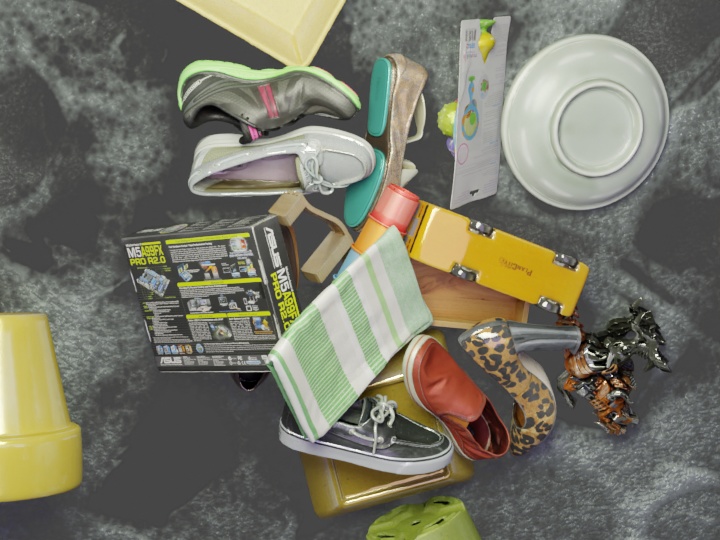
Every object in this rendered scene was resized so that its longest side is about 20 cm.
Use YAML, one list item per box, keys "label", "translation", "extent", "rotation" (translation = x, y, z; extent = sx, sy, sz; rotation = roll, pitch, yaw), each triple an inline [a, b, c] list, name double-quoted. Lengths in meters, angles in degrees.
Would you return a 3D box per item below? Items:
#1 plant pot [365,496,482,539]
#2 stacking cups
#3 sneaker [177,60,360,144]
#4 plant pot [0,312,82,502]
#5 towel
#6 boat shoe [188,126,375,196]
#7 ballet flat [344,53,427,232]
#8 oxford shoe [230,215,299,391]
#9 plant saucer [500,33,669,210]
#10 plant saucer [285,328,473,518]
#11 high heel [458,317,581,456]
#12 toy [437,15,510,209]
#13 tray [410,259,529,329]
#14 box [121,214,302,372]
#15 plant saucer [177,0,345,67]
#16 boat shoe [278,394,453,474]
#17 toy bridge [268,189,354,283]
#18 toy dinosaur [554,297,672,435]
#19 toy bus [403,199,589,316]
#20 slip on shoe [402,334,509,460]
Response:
- label: "plant pot"
  translation: [0.092, 0.376, 1.514]
  extent: [0.199, 0.200, 0.191]
  rotation: [-18, 97, -2]
- label: "stacking cups"
  translation: [0.000, 0.000, 1.399]
  extent: [0.060, 0.061, 0.201]
  rotation: [25, 97, -13]
- label: "sneaker"
  translation: [-0.097, -0.172, 1.366]
  extent: [0.199, 0.077, 0.084]
  rotation: [4, 75, 10]
- label: "plant pot"
  translation: [-0.402, 0.141, 1.385]
  extent: [0.200, 0.201, 0.190]
  rotation: [-2, 90, -6]
- label: "towel"
  translation: [-0.008, 0.070, 1.359]
  extent: [0.200, 0.023, 0.153]
  rotation: [-44, 136, -21]
- label: "boat shoe"
  translation: [-0.084, -0.109, 1.384]
  extent: [0.201, 0.065, 0.075]
  rotation: [2, 135, 6]
- label: "ballet flat"
  translation: [0.036, -0.136, 1.420]
  extent: [0.067, 0.068, 0.201]
  rotation: [4, 108, -32]
- label: "oxford shoe"
  translation: [-0.106, 0.040, 1.444]
  extent: [0.071, 0.073, 0.201]
  rotation: [7, 104, -7]
- label: "plant saucer"
  translation: [0.258, -0.162, 1.440]
  extent: [0.199, 0.050, 0.201]
  rotation: [-3, 105, -9]
- label: "plant saucer"
  translation: [0.024, 0.189, 1.508]
  extent: [0.199, 0.048, 0.201]
  rotation: [-15, 107, -3]
- label: "high heel"
  translation: [0.160, 0.138, 1.490]
  extent: [0.142, 0.072, 0.201]
  rotation: [3, 124, -16]
- label: "toy"
  translation: [0.117, -0.177, 1.412]
  extent: [0.047, 0.115, 0.201]
  rotation: [15, 110, 29]
- label: "tray"
  translation: [0.097, 0.013, 1.466]
  extent: [0.199, 0.037, 0.099]
  rotation: [6, 97, -15]
- label: "box"
  translation: [-0.156, 0.028, 1.384]
  extent: [0.199, 0.044, 0.161]
  rotation: [-4, 106, 38]
- label: "plant saucer"
  translation: [-0.098, -0.345, 1.351]
  extent: [0.199, 0.048, 0.201]
  rotation: [29, 100, -14]
- label: "boat shoe"
  translation: [0.011, 0.171, 1.431]
  extent: [0.198, 0.074, 0.068]
  rotation: [13, 118, -1]
- label: "toy bridge"
  translation: [-0.036, -0.016, 1.429]
  extent: [0.067, 0.027, 0.200]
  rotation: [-53, 136, -25]
- label: "toy dinosaur"
  translation: [0.285, 0.101, 1.505]
  extent: [0.135, 0.102, 0.200]
  rotation: [-24, 130, 17]
- label: "toy bus"
  translation: [0.147, -0.013, 1.415]
  extent: [0.199, 0.078, 0.065]
  rotation: [20, 92, -17]
- label: "slip on shoe"
  translation: [0.110, 0.144, 1.449]
  extent: [0.200, 0.061, 0.074]
  rotation: [55, 53, -33]
